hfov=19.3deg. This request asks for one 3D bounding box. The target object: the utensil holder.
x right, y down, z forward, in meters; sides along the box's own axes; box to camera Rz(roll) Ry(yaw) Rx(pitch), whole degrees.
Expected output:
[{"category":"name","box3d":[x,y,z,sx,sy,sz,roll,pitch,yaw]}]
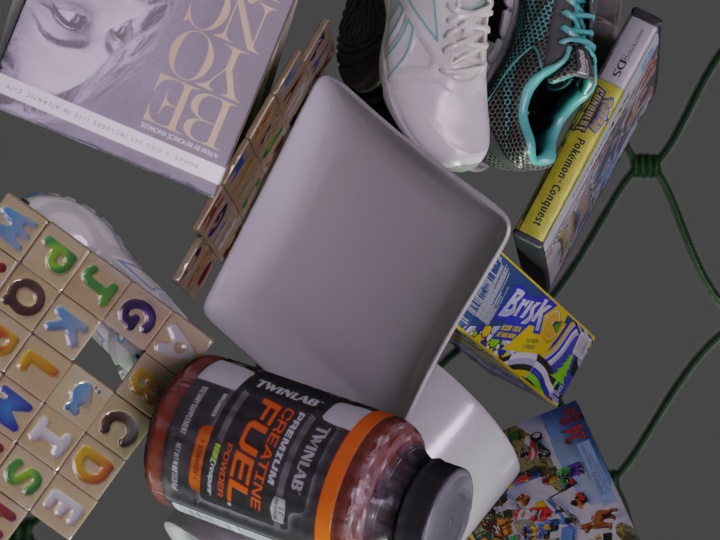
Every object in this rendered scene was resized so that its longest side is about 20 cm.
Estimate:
[{"category":"utensil holder","box3d":[-0.010,0.162,1.487,0.200,0.170,0.170,-47,118,-15]}]

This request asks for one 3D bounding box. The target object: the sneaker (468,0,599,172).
[{"category":"sneaker","box3d":[0.136,-0.152,1.449,0.078,0.091,0.200,21,92,-38]}]

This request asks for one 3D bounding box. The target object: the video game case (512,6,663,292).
[{"category":"video game case","box3d":[0.167,-0.082,1.537,0.025,0.200,0.181,27,85,11]}]

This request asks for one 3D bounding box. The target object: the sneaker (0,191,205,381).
[{"category":"sneaker","box3d":[-0.159,0.024,1.424,0.075,0.087,0.200,-49,117,-10]}]

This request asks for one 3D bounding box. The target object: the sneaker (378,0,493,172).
[{"category":"sneaker","box3d":[0.054,-0.165,1.397,0.070,0.080,0.201,-12,90,-37]}]

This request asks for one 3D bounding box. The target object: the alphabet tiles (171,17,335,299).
[{"category":"alphabet tiles","box3d":[-0.069,-0.073,1.422,0.006,0.166,0.200,29,84,5]}]

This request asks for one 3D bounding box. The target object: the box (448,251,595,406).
[{"category":"box","box3d":[0.094,0.030,1.531,0.064,0.070,0.200,-60,145,-6]}]

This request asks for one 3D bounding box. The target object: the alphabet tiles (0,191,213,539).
[{"category":"alphabet tiles","box3d":[-0.221,0.077,1.394,0.167,0.008,0.200,36,95,-3]}]

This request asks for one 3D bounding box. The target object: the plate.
[{"category":"plate","box3d":[0.000,0.000,1.424,0.032,0.200,0.200,5,119,-49]}]

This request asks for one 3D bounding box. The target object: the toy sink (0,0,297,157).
[{"category":"toy sink","box3d":[-0.126,-0.147,1.332,0.200,0.112,0.131,15,93,-74]}]

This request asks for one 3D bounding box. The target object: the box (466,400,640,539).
[{"category":"box","box3d":[0.129,0.198,1.530,0.136,0.200,0.038,-23,132,2]}]

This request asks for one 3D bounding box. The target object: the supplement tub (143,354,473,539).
[{"category":"supplement tub","box3d":[-0.031,0.129,1.350,0.107,0.200,0.107,-44,143,-48]}]

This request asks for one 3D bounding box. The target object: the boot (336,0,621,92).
[{"category":"boot","box3d":[0.090,-0.176,1.514,0.200,0.073,0.182,27,70,-31]}]

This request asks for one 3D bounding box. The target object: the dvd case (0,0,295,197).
[{"category":"dvd case","box3d":[-0.117,-0.163,1.256,0.148,0.016,0.200,23,89,-14]}]

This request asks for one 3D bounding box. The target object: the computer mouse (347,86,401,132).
[{"category":"computer mouse","box3d":[0.018,-0.075,1.526,0.138,0.053,0.200,20,78,-29]}]
